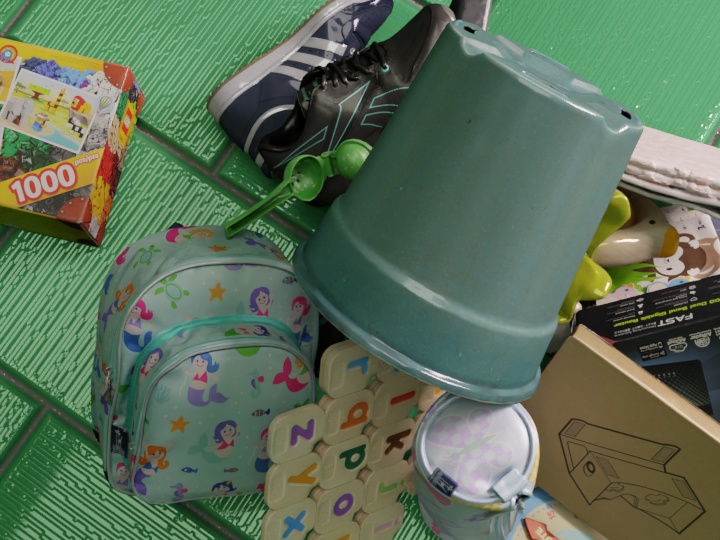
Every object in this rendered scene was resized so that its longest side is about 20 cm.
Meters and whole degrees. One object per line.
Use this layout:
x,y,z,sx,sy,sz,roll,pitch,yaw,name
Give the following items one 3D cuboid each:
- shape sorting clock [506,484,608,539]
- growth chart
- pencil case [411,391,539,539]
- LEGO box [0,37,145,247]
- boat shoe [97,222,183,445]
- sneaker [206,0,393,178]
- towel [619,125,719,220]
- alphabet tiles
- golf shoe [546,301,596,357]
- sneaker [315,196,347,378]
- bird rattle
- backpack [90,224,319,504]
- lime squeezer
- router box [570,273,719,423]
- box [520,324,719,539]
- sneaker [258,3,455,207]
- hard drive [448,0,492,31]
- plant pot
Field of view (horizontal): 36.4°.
0.173,0.242,0.901,0.197,0.039,0.203,0,76,0,shape sorting clock
0.254,-0.019,0.939,0.197,0.018,0.145,-14,35,-2,growth chart
0.084,0.151,0.812,0.090,0.200,0.083,35,73,15,pencil case
-0.312,-0.121,0.978,0.197,0.077,0.151,12,76,4,LEGO box
-0.173,0.055,0.944,0.201,0.074,0.093,-56,37,7,boat shoe
-0.031,-0.165,0.991,0.199,0.070,0.109,-36,74,-2,sneaker
0.223,-0.099,0.923,0.198,0.191,0.033,18,109,5,towel
0.002,0.140,0.858,0.194,0.202,0.015,-14,30,-38,alphabet tiles
0.216,0.045,0.927,0.198,0.088,0.078,20,75,6,golf shoe
0.000,0.000,0.943,0.081,0.073,0.202,22,86,22,sneaker
0.171,-0.037,0.919,0.161,0.200,0.114,-3,109,-16,bird rattle
-0.116,0.072,0.840,0.175,0.150,0.203,-1,108,-24,backpack
-0.018,-0.079,0.859,0.198,0.071,0.038,-20,100,-8,lime squeezer
0.277,0.084,0.839,0.198,0.062,0.151,-16,114,22,router box
0.209,0.150,0.836,0.199,0.164,0.021,36,47,8,box
-0.002,-0.142,0.892,0.079,0.076,0.200,34,106,-26,sneaker
0.070,-0.128,0.944,0.032,0.140,0.203,12,76,-5,hard drive
0.081,-0.049,0.751,0.199,0.200,0.198,30,111,8,plant pot
